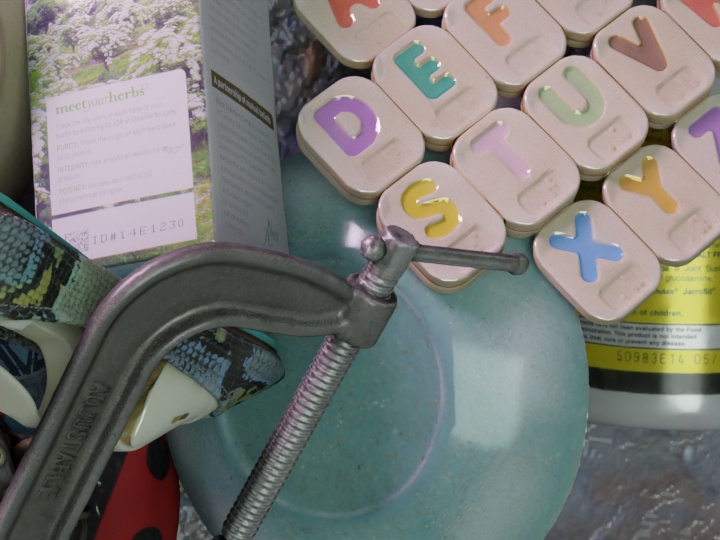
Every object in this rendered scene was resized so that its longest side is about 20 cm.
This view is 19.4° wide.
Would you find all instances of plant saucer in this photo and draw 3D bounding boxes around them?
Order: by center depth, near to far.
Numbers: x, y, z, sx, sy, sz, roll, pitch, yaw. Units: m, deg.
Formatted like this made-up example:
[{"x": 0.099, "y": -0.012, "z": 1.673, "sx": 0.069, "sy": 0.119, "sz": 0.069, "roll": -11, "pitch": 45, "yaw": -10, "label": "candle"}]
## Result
[{"x": -0.006, "y": 0.047, "z": 0.863, "sx": 0.199, "sy": 0.039, "sz": 0.203, "roll": 1, "pitch": 91, "yaw": 25, "label": "plant saucer"}]

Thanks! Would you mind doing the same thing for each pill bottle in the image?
[{"x": 0.140, "y": -0.035, "z": 0.956, "sx": 0.111, "sy": 0.112, "sz": 0.202, "roll": -1, "pitch": 98, "yaw": -13, "label": "pill bottle"}]

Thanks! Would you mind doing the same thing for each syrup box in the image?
[{"x": -0.084, "y": -0.090, "z": 0.850, "sx": 0.078, "sy": 0.081, "sz": 0.202, "roll": -10, "pitch": 74, "yaw": 18, "label": "syrup box"}]

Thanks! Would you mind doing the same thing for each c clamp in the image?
[{"x": -0.044, "y": 0.061, "z": 0.779, "sx": 0.170, "sy": 0.027, "sz": 0.201, "roll": 16, "pitch": 116, "yaw": -42, "label": "c clamp"}]

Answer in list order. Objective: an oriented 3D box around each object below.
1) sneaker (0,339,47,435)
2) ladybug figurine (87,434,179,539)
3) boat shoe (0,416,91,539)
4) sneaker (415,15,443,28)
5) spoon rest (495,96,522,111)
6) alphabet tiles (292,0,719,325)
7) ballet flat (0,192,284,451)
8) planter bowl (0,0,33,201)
[{"x": -0.199, "y": 0.018, "z": 0.829, "sx": 0.198, "sy": 0.079, "sz": 0.096, "roll": 0, "pitch": 121, "yaw": -29, "label": "sneaker"}, {"x": -0.141, "y": 0.123, "z": 0.910, "sx": 0.135, "sy": 0.072, "sz": 0.202, "roll": 28, "pitch": 74, "yaw": -26, "label": "ladybug figurine"}, {"x": -0.134, "y": 0.092, "z": 0.808, "sx": 0.065, "sy": 0.073, "sz": 0.201, "roll": -33, "pitch": 124, "yaw": -5, "label": "boat shoe"}, {"x": 0.000, "y": -0.136, "z": 0.932, "sx": 0.084, "sy": 0.075, "sz": 0.201, "roll": -32, "pitch": 93, "yaw": -11, "label": "sneaker"}, {"x": 0.000, "y": 0.000, "z": 0.918, "sx": 0.060, "sy": 0.100, "sz": 0.201, "roll": 25, "pitch": 110, "yaw": -29, "label": "spoon rest"}, {"x": 0.075, "y": -0.080, "z": 0.863, "sx": 0.199, "sy": 0.015, "sz": 0.196, "roll": -37, "pitch": 74, "yaw": -20, "label": "alphabet tiles"}, {"x": -0.103, "y": 0.031, "z": 0.778, "sx": 0.199, "sy": 0.074, "sz": 0.075, "roll": 29, "pitch": 90, "yaw": -46, "label": "ballet flat"}, {"x": -0.208, "y": -0.091, "z": 0.855, "sx": 0.198, "sy": 0.135, "sz": 0.203, "roll": -2, "pitch": 97, "yaw": -14, "label": "planter bowl"}]
